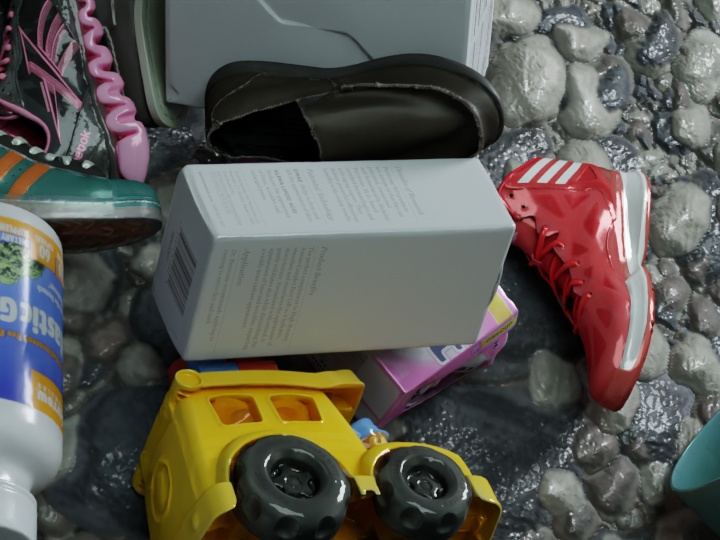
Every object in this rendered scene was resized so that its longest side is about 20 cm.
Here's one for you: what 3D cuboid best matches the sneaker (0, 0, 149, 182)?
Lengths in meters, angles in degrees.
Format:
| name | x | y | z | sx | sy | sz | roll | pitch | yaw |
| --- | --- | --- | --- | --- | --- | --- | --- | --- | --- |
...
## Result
| name | x | y | z | sx | sy | sz | roll | pitch | yaw |
| --- | --- | --- | --- | --- | --- | --- | --- | --- | --- |
| sneaker | -0.209 | -0.128 | 1.597 | 0.095 | 0.079 | 0.201 | -17 | 68 | -19 |

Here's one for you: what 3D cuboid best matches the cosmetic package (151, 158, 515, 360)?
| name | x | y | z | sx | sy | sz | roll | pitch | yaw |
| --- | --- | --- | --- | --- | --- | --- | --- | --- | --- |
| cosmetic package | -0.017 | -0.008 | 1.500 | 0.198 | 0.102 | 0.074 | -3 | 43 | -25 |

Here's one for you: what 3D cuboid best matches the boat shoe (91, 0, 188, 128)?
| name | x | y | z | sx | sy | sz | roll | pitch | yaw |
| --- | --- | --- | --- | --- | --- | --- | --- | --- | --- |
| boat shoe | -0.157 | -0.186 | 1.657 | 0.072 | 0.060 | 0.203 | 27 | 53 | -66 |

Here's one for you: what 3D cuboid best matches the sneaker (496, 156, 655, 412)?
| name | x | y | z | sx | sy | sz | roll | pitch | yaw |
| --- | --- | --- | --- | --- | --- | --- | --- | --- | --- |
| sneaker | 0.135 | 0.005 | 1.681 | 0.115 | 0.079 | 0.201 | 13 | 44 | -8 |

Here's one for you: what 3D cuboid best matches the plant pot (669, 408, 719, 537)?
| name | x | y | z | sx | sy | sz | roll | pitch | yaw |
| --- | --- | --- | --- | --- | --- | --- | --- | --- | --- |
| plant pot | 0.328 | 0.138 | 1.611 | 0.161 | 0.200 | 0.201 | 50 | 53 | -4 |

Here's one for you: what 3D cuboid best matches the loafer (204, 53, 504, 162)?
| name | x | y | z | sx | sy | sz | roll | pitch | yaw |
| --- | --- | --- | --- | --- | --- | --- | --- | --- | --- |
| loafer | -0.008 | -0.086 | 1.545 | 0.198 | 0.073 | 0.072 | 0 | 37 | 18 |

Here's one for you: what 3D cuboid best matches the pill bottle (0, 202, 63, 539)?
| name | x | y | z | sx | sy | sz | roll | pitch | yaw |
| --- | --- | --- | --- | --- | --- | --- | --- | --- | --- |
| pill bottle | -0.228 | 0.070 | 1.438 | 0.111 | 0.112 | 0.201 | 8 | 58 | -20 |

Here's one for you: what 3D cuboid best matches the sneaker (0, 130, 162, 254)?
| name | x | y | z | sx | sy | sz | roll | pitch | yaw |
| --- | --- | --- | --- | --- | --- | --- | --- | --- | --- |
| sneaker | -0.220 | -0.058 | 1.513 | 0.198 | 0.071 | 0.081 | 2 | 72 | -4 |

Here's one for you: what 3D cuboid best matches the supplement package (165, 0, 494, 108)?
| name | x | y | z | sx | sy | sz | roll | pitch | yaw |
| --- | --- | --- | --- | --- | --- | --- | --- | --- | --- |
| supplement package | -0.017 | -0.183 | 1.592 | 0.198 | 0.157 | 0.111 | 11 | 38 | 9 |

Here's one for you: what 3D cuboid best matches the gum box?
| name | x | y | z | sx | sy | sz | roll | pitch | yaw |
| --- | --- | --- | --- | --- | --- | --- | --- | --- | --- |
| gum box | 0.000 | 0.000 | 1.612 | 0.113 | 0.066 | 0.200 | -33 | 79 | -34 |

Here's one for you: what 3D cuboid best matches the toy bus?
| name | x | y | z | sx | sy | sz | roll | pitch | yaw |
| --- | --- | --- | --- | --- | --- | --- | --- | --- | --- |
| toy bus | -0.039 | 0.120 | 1.499 | 0.198 | 0.136 | 0.193 | 1 | 45 | -26 |
